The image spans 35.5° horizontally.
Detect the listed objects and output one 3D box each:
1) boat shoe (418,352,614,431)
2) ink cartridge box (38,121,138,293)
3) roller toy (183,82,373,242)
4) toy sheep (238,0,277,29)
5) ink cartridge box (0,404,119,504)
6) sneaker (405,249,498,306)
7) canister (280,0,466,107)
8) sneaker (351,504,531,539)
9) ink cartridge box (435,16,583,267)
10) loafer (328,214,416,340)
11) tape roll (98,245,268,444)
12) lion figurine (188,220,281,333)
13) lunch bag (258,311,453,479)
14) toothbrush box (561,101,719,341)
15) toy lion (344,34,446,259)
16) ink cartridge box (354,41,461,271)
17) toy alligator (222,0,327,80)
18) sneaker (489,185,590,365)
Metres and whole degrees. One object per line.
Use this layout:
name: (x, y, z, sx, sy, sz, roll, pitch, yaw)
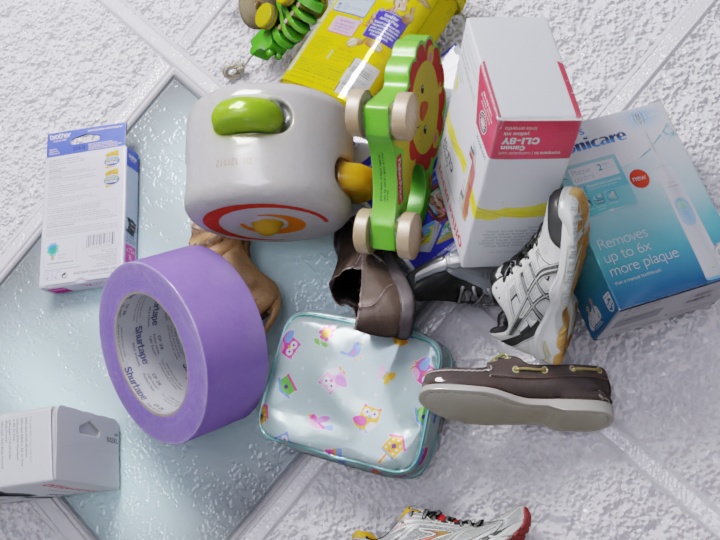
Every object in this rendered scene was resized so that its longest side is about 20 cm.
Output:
boat shoe: (0.156, 0.118, 1.131, 0.197, 0.072, 0.060, 6, 59, -4)
ink cartridge box: (-0.334, -0.077, 1.391, 0.118, 0.042, 0.202, -7, 76, 17)
roller toy: (-0.096, -0.105, 1.210, 0.182, 0.198, 0.142, -18, 67, 52)
toy sheep: (-0.114, -0.392, 1.355, 0.136, 0.138, 0.203, 7, 95, 20)
ink cartridge box: (-0.393, 0.215, 1.274, 0.198, 0.145, 0.085, -10, 73, 16)
sneaker: (0.149, 0.030, 1.167, 0.198, 0.075, 0.117, -15, 77, 0)
canister: (0.014, -0.265, 1.275, 0.148, 0.086, 0.201, 26, 80, 42)
sneaker: (0.076, 0.271, 1.136, 0.198, 0.078, 0.083, -20, 69, 12)
ink cartridge box: (0.137, -0.120, 1.087, 0.082, 0.201, 0.146, -3, 50, -9)
loafer: (0.000, 0.000, 1.193, 0.070, 0.074, 0.200, -1, 29, -17)
tape roll: (-0.195, 0.080, 1.220, 0.199, 0.084, 0.202, 16, 113, 42)
lion figurine: (-0.142, 0.008, 1.294, 0.122, 0.072, 0.200, -40, 78, 0)
lunch bag: (0.001, 0.128, 1.201, 0.198, 0.077, 0.162, 11, 78, 21)
toothbrush box: (0.268, -0.051, 1.126, 0.145, 0.085, 0.202, -14, 68, -14)
toy lion: (0.049, -0.136, 1.172, 0.068, 0.192, 0.202, 6, 116, 20)
ink cartridge box: (0.093, -0.118, 1.256, 0.197, 0.047, 0.201, -38, 65, 7)
toy alligator: (-0.095, -0.278, 1.330, 0.200, 0.059, 0.055, -43, 51, 30)
sneaker: (0.164, 0.005, 1.067, 0.087, 0.202, 0.076, 17, 40, 18)
